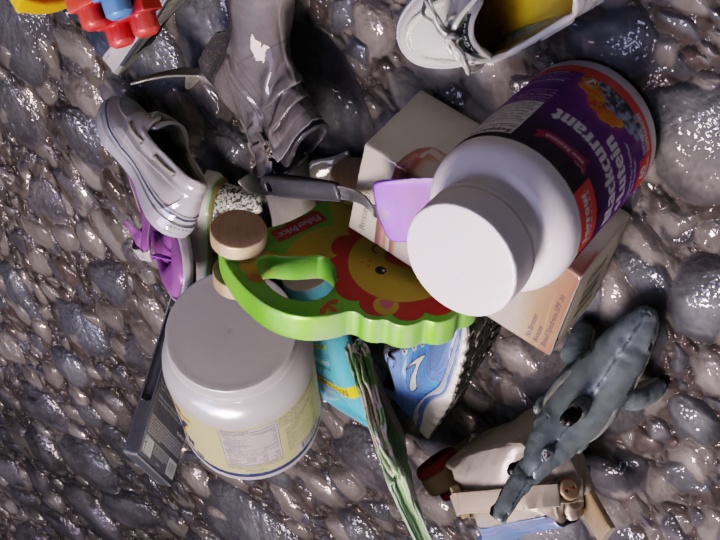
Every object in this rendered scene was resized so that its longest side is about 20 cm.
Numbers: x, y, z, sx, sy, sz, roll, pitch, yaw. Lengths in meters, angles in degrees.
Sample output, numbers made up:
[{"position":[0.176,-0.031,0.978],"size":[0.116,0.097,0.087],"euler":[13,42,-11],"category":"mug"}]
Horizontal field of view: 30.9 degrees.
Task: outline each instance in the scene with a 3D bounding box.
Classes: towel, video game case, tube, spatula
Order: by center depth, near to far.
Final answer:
[{"position":[-0.009,-0.056,1.025],"size":[0.198,0.021,0.057],"euler":[14,131,43],"category":"spatula"},{"position":[0.035,0.176,1.233],"size":[0.201,0.023,0.154],"euler":[-110,-2,-54],"category":"towel"},{"position":[-0.032,0.075,1.306],"size":[0.077,0.050,0.202],"euler":[32,148,42],"category":"tube"},{"position":[-0.187,0.106,1.326],"size":[0.019,0.203,0.143],"euler":[10,160,10],"category":"video game case"}]

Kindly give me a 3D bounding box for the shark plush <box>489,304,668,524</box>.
[{"position":[0.162,0.108,1.039],"size":[0.091,0.199,0.083],"euler":[51,176,9],"category":"shark plush"}]

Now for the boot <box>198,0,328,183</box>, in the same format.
[{"position":[-0.061,-0.166,1.056],"size":[0.133,0.069,0.200],"euler":[61,154,15],"category":"boot"}]

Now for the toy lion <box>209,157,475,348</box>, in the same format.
[{"position":[0.000,0.000,1.082],"size":[0.192,0.198,0.069],"euler":[44,147,34],"category":"toy lion"}]

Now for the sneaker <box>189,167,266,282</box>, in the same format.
[{"position":[-0.115,-0.007,1.293],"size":[0.087,0.077,0.202],"euler":[10,137,18],"category":"sneaker"}]

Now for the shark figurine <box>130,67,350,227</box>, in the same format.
[{"position":[-0.100,-0.109,1.158],"size":[0.128,0.089,0.216],"euler":[-27,102,44],"category":"shark figurine"}]

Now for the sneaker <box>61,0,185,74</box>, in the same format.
[{"position":[-0.220,-0.270,1.135],"size":[0.147,0.077,0.202],"euler":[49,145,-9],"category":"sneaker"}]

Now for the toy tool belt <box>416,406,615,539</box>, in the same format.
[{"position":[0.140,0.210,1.196],"size":[0.124,0.124,0.199],"euler":[57,144,-1],"category":"toy tool belt"}]

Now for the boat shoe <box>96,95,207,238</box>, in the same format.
[{"position":[-0.189,-0.115,1.235],"size":[0.067,0.073,0.201],"euler":[-53,50,22],"category":"boat shoe"}]

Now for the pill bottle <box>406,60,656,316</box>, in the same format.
[{"position":[0.116,-0.056,0.895],"size":[0.110,0.200,0.113],"euler":[21,132,26],"category":"pill bottle"}]

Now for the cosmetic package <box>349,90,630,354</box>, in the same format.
[{"position":[0.098,-0.039,1.031],"size":[0.199,0.087,0.104],"euler":[32,142,18],"category":"cosmetic package"}]

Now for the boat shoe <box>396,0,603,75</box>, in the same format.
[{"position":[0.085,-0.173,0.919],"size":[0.200,0.086,0.075],"euler":[-7,119,47],"category":"boat shoe"}]

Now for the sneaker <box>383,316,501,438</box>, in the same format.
[{"position":[0.062,0.075,1.181],"size":[0.089,0.079,0.201],"euler":[35,142,10],"category":"sneaker"}]

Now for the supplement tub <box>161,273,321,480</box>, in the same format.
[{"position":[-0.113,0.102,1.258],"size":[0.144,0.145,0.201],"euler":[31,156,18],"category":"supplement tub"}]

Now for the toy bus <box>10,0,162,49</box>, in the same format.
[{"position":[-0.238,-0.269,1.047],"size":[0.198,0.135,0.195],"euler":[-11,99,30],"category":"toy bus"}]

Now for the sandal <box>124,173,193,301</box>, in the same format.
[{"position":[-0.208,-0.043,1.278],"size":[0.204,0.049,0.083],"euler":[-117,29,-42],"category":"sandal"}]
